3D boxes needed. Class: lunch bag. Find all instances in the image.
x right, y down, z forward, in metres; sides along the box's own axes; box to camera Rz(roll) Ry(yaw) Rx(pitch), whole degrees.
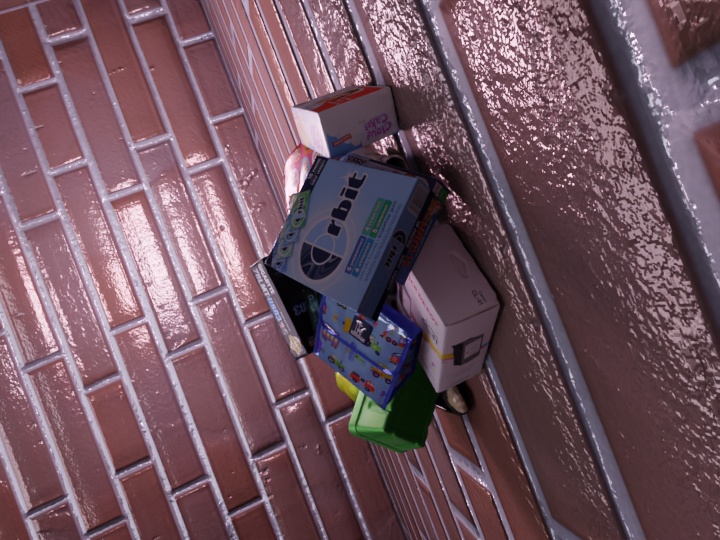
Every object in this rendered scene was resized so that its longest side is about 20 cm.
[{"bbox_3d":[0.014,0.088,0.766,0.149,0.094,0.202,34,147,19],"label":"lunch bag"},{"bbox_3d":[-0.083,-0.176,1.051,0.199,0.080,0.181,-28,65,53],"label":"lunch bag"}]

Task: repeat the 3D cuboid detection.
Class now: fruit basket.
[{"bbox_3d":[0.047,0.220,0.979,0.153,0.219,0.215,26,-175,-22],"label":"fruit basket"}]

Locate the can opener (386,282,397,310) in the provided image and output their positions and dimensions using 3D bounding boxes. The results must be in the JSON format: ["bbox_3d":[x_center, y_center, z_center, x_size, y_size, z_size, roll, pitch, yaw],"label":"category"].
[{"bbox_3d":[0.040,0.008,0.812,0.051,0.067,0.204,17,131,16],"label":"can opener"}]

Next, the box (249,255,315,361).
[{"bbox_3d":[-0.103,0.050,1.051,0.049,0.199,0.202,-29,87,35],"label":"box"}]

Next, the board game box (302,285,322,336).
[{"bbox_3d":[-0.057,0.020,1.004,0.202,0.027,0.137,-71,-22,-46],"label":"board game box"}]

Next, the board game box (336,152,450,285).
[{"bbox_3d":[0.013,-0.080,0.717,0.198,0.138,0.034,27,180,44],"label":"board game box"}]

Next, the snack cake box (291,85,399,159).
[{"bbox_3d":[-0.030,-0.238,0.814,0.200,0.113,0.069,-133,24,-64],"label":"snack cake box"}]

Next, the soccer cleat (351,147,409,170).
[{"bbox_3d":[0.036,-0.151,0.800,0.201,0.067,0.086,56,155,38],"label":"soccer cleat"}]

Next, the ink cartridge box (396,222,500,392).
[{"bbox_3d":[0.114,0.058,0.741,0.202,0.084,0.149,81,164,-54],"label":"ink cartridge box"}]

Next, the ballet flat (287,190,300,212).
[{"bbox_3d":[-0.098,-0.066,1.008,0.063,0.076,0.204,13,127,27],"label":"ballet flat"}]

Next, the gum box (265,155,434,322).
[{"bbox_3d":[-0.022,-0.051,0.677,0.198,0.173,0.044,23,176,44],"label":"gum box"}]

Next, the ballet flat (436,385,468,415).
[{"bbox_3d":[0.152,0.241,0.964,0.200,0.056,0.068,121,125,-76],"label":"ballet flat"}]
